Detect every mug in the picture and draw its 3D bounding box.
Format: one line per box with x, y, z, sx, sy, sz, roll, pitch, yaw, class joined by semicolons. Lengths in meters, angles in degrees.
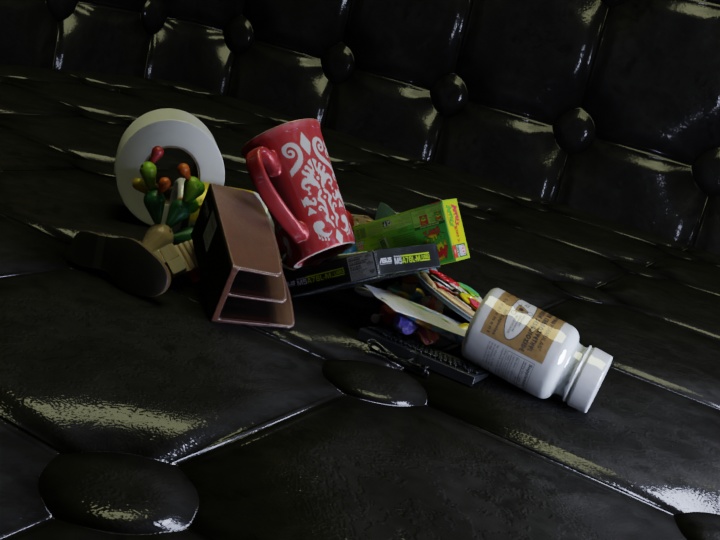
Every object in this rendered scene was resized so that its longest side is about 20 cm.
-0.108;-0.112;1.556;0.176;0.203;0.133;-17;-7;-38;mug

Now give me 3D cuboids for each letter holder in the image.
-0.159;-0.020;1.491;0.140;0.101;0.201;9;36;-26;letter holder

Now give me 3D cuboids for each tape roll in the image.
-0.357;-0.192;1.877;0.199;0.206;0.139;10;14;-15;tape roll

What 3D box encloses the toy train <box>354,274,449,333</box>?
0.070;0.047;1.677;0.148;0.057;0.200;9;15;-21;toy train

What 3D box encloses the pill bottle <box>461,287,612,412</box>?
0.255;0.118;1.448;0.198;0.116;0.114;28;17;17;pill bottle

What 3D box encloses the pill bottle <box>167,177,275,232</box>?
-0.240;-0.093;1.792;0.197;0.116;0.114;9;14;-20;pill bottle

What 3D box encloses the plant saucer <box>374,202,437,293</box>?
0.080;-0.032;1.840;0.201;0.036;0.200;53;-8;10;plant saucer

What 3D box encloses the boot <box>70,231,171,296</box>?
-0.339;-0.013;1.490;0.198;0.075;0.075;21;6;34;boot

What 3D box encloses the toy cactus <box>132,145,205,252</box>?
-0.312;-0.086;1.621;0.101;0.166;0.201;15;-28;32;toy cactus

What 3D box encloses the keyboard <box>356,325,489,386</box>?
0.083;0.123;1.470;0.198;0.021;0.127;20;15;25;keyboard

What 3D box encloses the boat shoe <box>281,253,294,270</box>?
-0.099;-0.041;1.833;0.071;0.064;0.200;15;14;7;boat shoe

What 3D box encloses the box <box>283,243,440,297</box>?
0.000;0.000;1.630;0.198;0.048;0.192;-14;-1;35;box

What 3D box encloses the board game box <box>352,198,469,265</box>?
0.084;-0.049;1.717;0.198;0.103;0.047;-14;-1;39;board game box

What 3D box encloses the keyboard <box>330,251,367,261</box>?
-0.027;-0.016;1.740;0.055;0.011;0.200;-12;-4;-11;keyboard

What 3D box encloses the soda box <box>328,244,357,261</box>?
-0.037;-0.056;1.943;0.063;0.069;0.200;7;16;-22;soda box

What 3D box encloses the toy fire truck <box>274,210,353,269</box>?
-0.073;-0.059;1.719;0.198;0.050;0.140;-20;21;-38;toy fire truck

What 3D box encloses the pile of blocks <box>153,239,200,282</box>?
-0.261;-0.010;1.592;0.199;0.082;0.063;-20;76;-53;pile of blocks

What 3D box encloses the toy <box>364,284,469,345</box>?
0.101;0.086;1.548;0.197;0.048;0.115;18;9;-28;toy

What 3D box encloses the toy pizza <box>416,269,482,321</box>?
0.181;0.052;1.687;0.199;0.032;0.200;33;8;-5;toy pizza

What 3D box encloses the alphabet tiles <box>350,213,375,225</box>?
-0.057;-0.099;1.938;0.197;0.008;0.167;5;16;-24;alphabet tiles
